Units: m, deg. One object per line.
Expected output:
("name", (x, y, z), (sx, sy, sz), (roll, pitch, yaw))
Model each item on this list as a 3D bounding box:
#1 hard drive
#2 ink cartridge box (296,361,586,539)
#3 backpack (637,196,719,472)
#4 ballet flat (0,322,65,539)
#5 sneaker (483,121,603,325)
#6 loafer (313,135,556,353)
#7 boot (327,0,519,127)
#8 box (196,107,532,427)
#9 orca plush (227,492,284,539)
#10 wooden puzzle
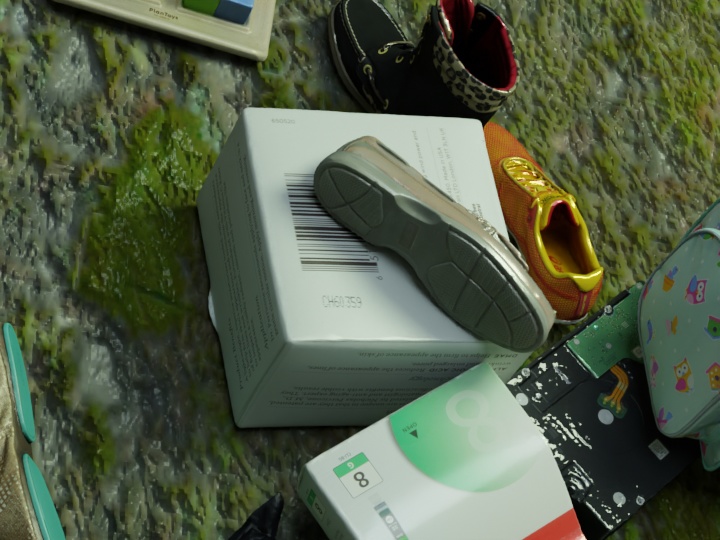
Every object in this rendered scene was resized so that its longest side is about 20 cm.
("hard drive", (0.201, 0.106, 1.603), (0.200, 0.038, 0.140), (-35, 77, -35))
("ink cartridge box", (0.076, 0.181, 1.415), (0.160, 0.050, 0.200), (-28, 66, -24))
("backpack", (0.299, 0.037, 1.557), (0.152, 0.176, 0.201), (14, 51, -19))
("ballet flat", (-0.245, 0.130, 1.394), (0.065, 0.071, 0.201), (-18, 62, -1))
("sneaker", (0.143, -0.051, 1.651), (0.073, 0.077, 0.201), (-11, 54, -27))
("loafer", (0.061, -0.026, 1.447), (0.200, 0.072, 0.063), (38, 45, 6))
("boot", (0.050, -0.170, 1.643), (0.073, 0.151, 0.201), (-10, 64, -28))
("box", (0.000, 0.000, 1.526), (0.199, 0.131, 0.200), (1, 60, -23))
("orca plush", (-0.004, 0.234, 1.413), (0.105, 0.071, 0.200), (-23, 70, -32))
("wooden puzzle", (-0.149, -0.277, 1.693), (0.184, 0.046, 0.201), (15, 55, -13))
